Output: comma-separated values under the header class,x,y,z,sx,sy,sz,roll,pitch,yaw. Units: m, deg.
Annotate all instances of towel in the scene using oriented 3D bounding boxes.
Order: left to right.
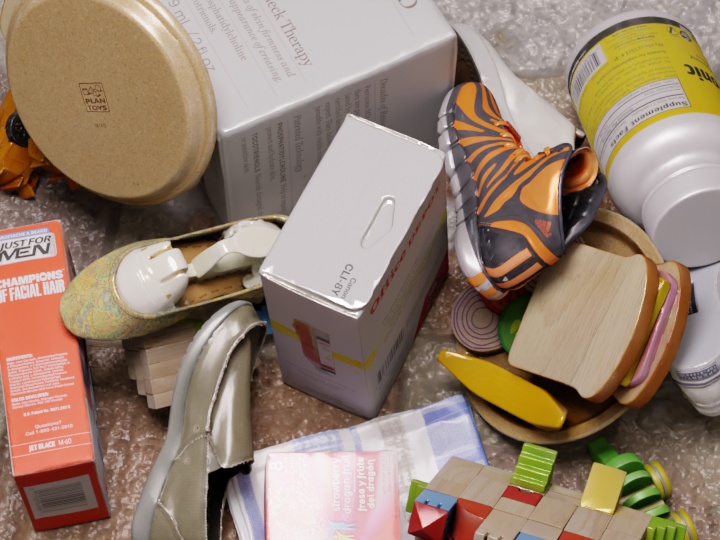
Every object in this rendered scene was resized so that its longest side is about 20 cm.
class,x,y,z,sx,sy,sz,roll,pitch,yaw
towel,0.005,0.178,1.493,0.200,0.024,0.147,-14,63,-6

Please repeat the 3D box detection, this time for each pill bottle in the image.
class,x,y,z,sx,sy,sz,roll,pitch,yaw
pill bottle,0.235,-0.100,1.559,0.111,0.111,0.200,-11,47,-4

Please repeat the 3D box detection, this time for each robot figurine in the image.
class,x,y,z,sx,sy,sz,roll,pitch,yaw
robot figurine,-0.231,-0.158,1.633,0.145,0.058,0.200,-5,56,48

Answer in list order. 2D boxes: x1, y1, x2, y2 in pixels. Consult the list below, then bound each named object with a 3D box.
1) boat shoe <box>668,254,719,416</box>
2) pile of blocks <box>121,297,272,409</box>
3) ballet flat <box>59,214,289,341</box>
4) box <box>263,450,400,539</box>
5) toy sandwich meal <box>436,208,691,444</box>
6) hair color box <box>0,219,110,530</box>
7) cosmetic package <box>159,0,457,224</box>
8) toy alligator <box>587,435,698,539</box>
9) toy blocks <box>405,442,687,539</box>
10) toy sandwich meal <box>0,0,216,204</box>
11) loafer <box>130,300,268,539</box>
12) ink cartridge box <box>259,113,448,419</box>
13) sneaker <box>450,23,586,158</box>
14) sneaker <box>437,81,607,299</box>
class,x,y,z,sx,sy,sz,roll,pitch,yaw
boat shoe,0.262,0.031,1.539,0.071,0.070,0.200,-16,36,16
pile of blocks,-0.108,0.034,1.562,0.200,0.082,0.062,-41,25,-28
ballet flat,-0.123,-0.001,1.478,0.200,0.071,0.071,-14,61,-28
box,-0.019,0.232,1.401,0.094,0.103,0.200,0,72,-4
toy sandwich meal,0.144,0.037,1.490,0.205,0.070,0.205,-15,63,32
hair color box,-0.232,0.078,1.503,0.064,0.111,0.200,-11,63,-5
cosmetic package,-0.051,-0.161,1.594,0.200,0.166,0.167,-24,64,-12
toy alligator,0.216,0.198,1.457,0.059,0.054,0.200,-21,63,-9
toy blocks,0.111,0.190,1.387,0.200,0.137,0.100,15,107,15
toy sandwich meal,-0.180,-0.145,1.493,0.205,0.205,0.070,29,39,16
loafer,-0.102,0.122,1.476,0.070,0.075,0.200,17,88,19
ink cartridge box,0.000,0.000,1.483,0.083,0.200,0.145,23,68,13
sneaker,0.127,-0.117,1.632,0.085,0.073,0.200,-7,58,-29
sneaker,0.125,-0.077,1.506,0.112,0.078,0.200,-30,48,26
